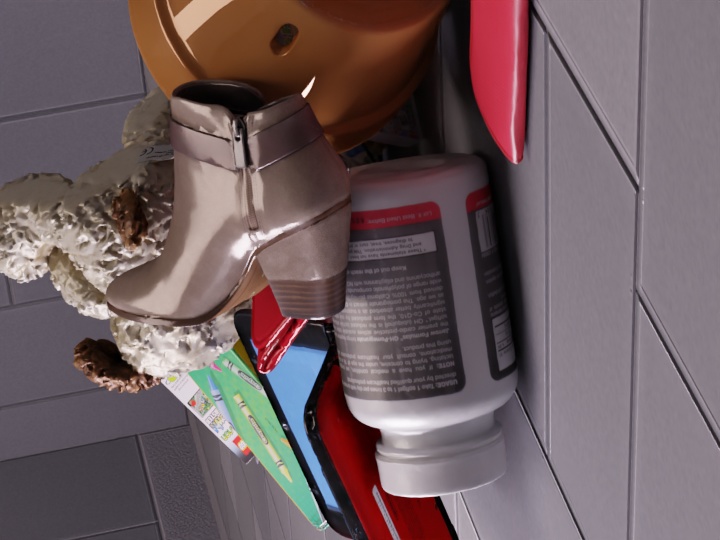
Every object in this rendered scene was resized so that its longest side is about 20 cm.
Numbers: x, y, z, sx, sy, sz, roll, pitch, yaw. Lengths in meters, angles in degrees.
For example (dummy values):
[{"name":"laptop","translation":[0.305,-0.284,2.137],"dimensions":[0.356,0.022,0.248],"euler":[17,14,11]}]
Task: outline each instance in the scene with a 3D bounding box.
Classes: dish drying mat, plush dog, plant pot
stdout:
[{"name":"dish drying mat","translation":[-0.052,-0.031,1.528],"dimensions":[0.077,0.018,0.200],"euler":[-54,27,40]},{"name":"dish drying mat","translation":[0.076,-0.156,1.278],"dimensions":[0.200,0.018,0.077],"euler":[89,166,-46]},{"name":"plush dog","translation":[-0.138,-0.004,1.605],"dimensions":[0.172,0.200,0.160],"euler":[60,172,-33]},{"name":"plant pot","translation":[-0.027,-0.184,1.414],"dimensions":[0.140,0.200,0.201],"euler":[-36,63,61]}]

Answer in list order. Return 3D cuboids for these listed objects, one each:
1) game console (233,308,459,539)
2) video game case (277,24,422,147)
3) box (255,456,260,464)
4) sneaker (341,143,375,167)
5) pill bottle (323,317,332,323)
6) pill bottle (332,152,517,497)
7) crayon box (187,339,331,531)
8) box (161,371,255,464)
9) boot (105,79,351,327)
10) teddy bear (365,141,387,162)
[{"name":"game console","translation":[-0.022,0.139,1.555],"dimensions":[0.172,0.118,0.200],"euler":[-67,-42,-56]},{"name":"video game case","translation":[-0.031,-0.161,1.553],"dimensions":[0.200,0.018,0.144],"euler":[5,-111,-56]},{"name":"box","translation":[-0.051,0.074,2.043],"dimensions":[0.200,0.114,0.132],"euler":[104,153,-69]},{"name":"sneaker","translation":[-0.054,-0.063,1.741],"dimensions":[0.077,0.085,0.200],"euler":[56,164,3]},{"name":"pill bottle","translation":[0.000,0.000,1.629],"dimensions":[0.200,0.116,0.117],"euler":[116,142,-75]},{"name":"pill bottle","translation":[0.038,0.034,1.442],"dimensions":[0.111,0.110,0.201],"euler":[-142,42,-77]},{"name":"crayon box","translation":[-0.046,0.082,1.736],"dimensions":[0.200,0.119,0.058],"euler":[50,134,9]},{"name":"box","translation":[-0.068,0.054,1.811],"dimensions":[0.110,0.200,0.035],"euler":[45,133,3]},{"name":"boot","translation":[-0.089,-0.043,1.404],"dimensions":[0.070,0.200,0.147],"euler":[-44,-55,-51]},{"name":"teddy bear","translation":[-0.022,-0.129,1.782],"dimensions":[0.200,0.067,0.145],"euler":[95,160,-62]}]
